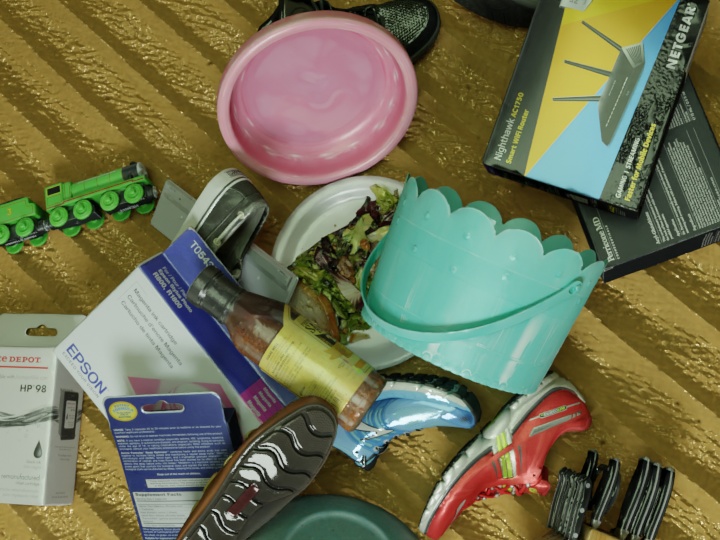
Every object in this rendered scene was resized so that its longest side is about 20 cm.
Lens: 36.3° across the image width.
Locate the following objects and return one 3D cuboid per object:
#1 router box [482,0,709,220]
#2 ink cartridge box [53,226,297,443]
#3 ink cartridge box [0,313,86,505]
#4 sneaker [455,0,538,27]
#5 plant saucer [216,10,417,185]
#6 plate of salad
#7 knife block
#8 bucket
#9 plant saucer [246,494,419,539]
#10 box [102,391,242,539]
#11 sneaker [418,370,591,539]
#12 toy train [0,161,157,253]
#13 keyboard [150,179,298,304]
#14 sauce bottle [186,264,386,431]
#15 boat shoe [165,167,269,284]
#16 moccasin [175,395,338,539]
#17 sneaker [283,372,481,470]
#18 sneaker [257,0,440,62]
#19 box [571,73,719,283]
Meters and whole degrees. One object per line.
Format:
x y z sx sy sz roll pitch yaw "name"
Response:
0.214 -0.164 1.000 0.148 0.051 0.202 18 86 16 "router box"
-0.176 0.094 1.072 0.200 0.043 0.197 -41 87 26 "ink cartridge box"
-0.357 0.141 1.148 0.115 0.067 0.202 0 80 14 "ink cartridge box"
0.186 -0.305 1.096 0.198 0.076 0.115 8 80 11 "sneaker"
-0.044 -0.175 1.083 0.199 0.201 0.051 -23 47 8 "plant saucer"
0.000 0.000 1.102 0.198 0.048 0.202 -3 78 13 "plate of salad"
0.223 0.270 0.985 0.174 0.064 0.201 -23 95 -11 "knife block"
0.104 0.011 0.984 0.206 0.207 0.136 25 98 16 "bucket"
-0.022 0.273 0.994 0.199 0.039 0.202 6 40 -5 "plant saucer"
-0.167 0.197 1.056 0.120 0.032 0.202 -3 117 12 "box"
0.136 0.186 1.024 0.085 0.077 0.200 45 93 9 "sneaker"
-0.314 -0.070 1.194 0.198 0.042 0.057 -16 66 10 "toy train"
-0.144 -0.021 1.134 0.199 0.011 0.057 36 120 26 "keyboard"
-0.070 0.067 1.009 0.199 0.066 0.066 36 89 5 "sauce bottle"
-0.154 -0.005 1.095 0.064 0.070 0.201 44 121 22 "boat shoe"
-0.092 0.189 0.994 0.073 0.078 0.202 31 108 -12 "moccasin"
0.022 0.147 1.065 0.198 0.078 0.091 -3 88 21 "sneaker"
-0.018 -0.241 1.119 0.198 0.114 0.077 -11 79 9 "sneaker"
0.261 -0.109 1.046 0.140 0.079 0.202 -19 76 7 "box"
